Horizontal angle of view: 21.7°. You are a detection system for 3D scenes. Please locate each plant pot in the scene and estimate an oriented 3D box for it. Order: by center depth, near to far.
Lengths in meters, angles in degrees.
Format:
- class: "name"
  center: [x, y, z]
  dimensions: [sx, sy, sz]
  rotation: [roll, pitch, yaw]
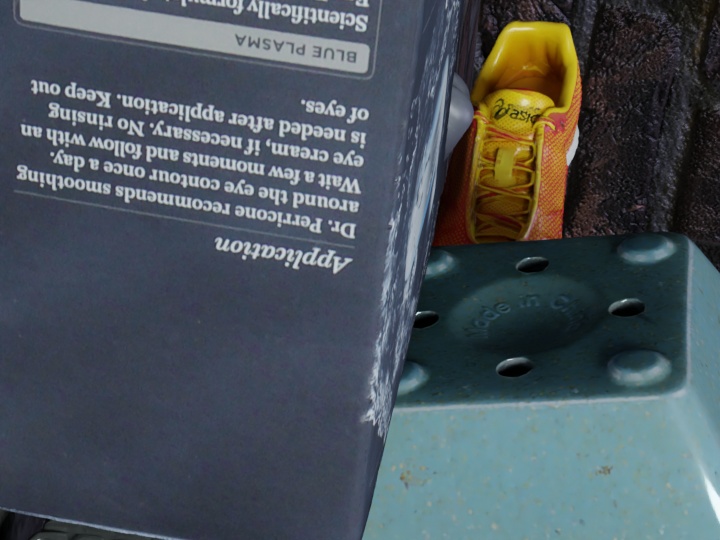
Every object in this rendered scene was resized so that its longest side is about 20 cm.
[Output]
- class: "plant pot"
  center: [0.070, 0.099, 0.692]
  dimensions: [0.197, 0.194, 0.201]
  rotation: [-71, 153, -60]

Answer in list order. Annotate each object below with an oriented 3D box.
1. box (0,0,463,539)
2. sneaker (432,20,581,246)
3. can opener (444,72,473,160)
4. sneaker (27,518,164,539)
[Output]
- class: "box"
  center: [-0.032, -0.055, 0.565]
  dimensions: [0.197, 0.116, 0.201]
  rotation: [-73, 171, -59]
- class: "sneaker"
  center: [0.062, -0.037, 0.866]
  dimensions: [0.077, 0.072, 0.201]
  rotation: [82, 14, -48]
- class: "can opener"
  center: [0.000, 0.000, 0.882]
  dimensions: [0.201, 0.067, 0.053]
  rotation: [-54, -167, 17]
- class: "sneaker"
  center: [-0.094, 0.162, 0.574]
  dimensions: [0.091, 0.075, 0.202]
  rotation: [126, -20, -80]
